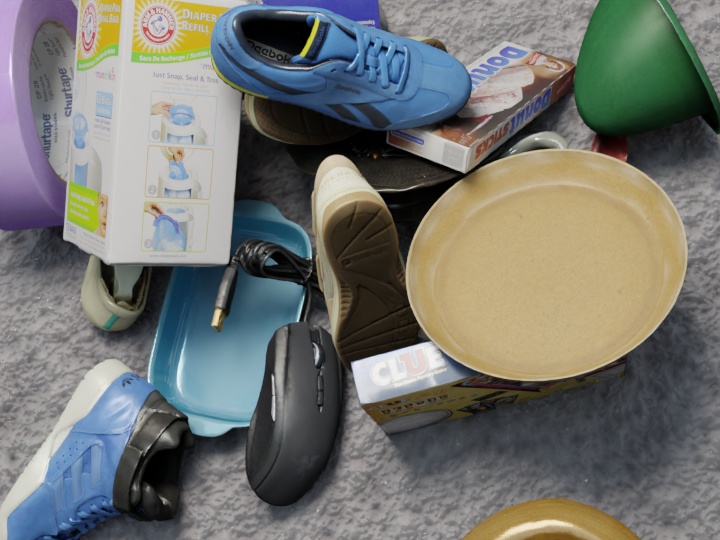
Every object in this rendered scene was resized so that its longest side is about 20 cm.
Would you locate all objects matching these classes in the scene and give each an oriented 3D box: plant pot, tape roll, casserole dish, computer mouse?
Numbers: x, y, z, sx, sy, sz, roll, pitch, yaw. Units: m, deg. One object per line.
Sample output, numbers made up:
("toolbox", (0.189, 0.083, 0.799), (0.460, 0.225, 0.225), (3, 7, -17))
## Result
("plant pot", (0.130, -0.002, 0.874), (0.196, 0.028, 0.203), (-9, 52, 11))
("tape roll", (-0.277, -0.137, 1.040), (0.064, 0.200, 0.204), (-4, 71, 9))
("casserole dish", (-0.105, 0.042, 1.034), (0.119, 0.039, 0.203), (9, 75, 13))
("computer mouse", (-0.061, 0.075, 0.963), (0.046, 0.139, 0.203), (-3, 67, 48))

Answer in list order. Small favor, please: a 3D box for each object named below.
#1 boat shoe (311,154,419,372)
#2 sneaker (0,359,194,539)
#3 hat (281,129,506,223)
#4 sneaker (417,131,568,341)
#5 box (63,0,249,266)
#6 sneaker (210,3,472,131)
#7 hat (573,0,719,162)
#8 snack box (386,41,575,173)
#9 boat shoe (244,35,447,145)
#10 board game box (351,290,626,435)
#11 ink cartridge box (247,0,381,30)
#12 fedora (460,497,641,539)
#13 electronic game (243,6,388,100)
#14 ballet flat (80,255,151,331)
("boat shoe", (0.000, 0.000, 0.943), (0.071, 0.202, 0.065), (-18, 47, -5))
("sneaker", (-0.208, 0.184, 0.979), (0.110, 0.077, 0.202), (31, 88, 20))
("hat", (0.027, -0.087, 1.015), (0.197, 0.082, 0.202), (-3, 33, 2))
("sneaker", (0.098, -0.036, 0.982), (0.077, 0.099, 0.202), (33, 81, 5))
("box", (-0.159, -0.113, 0.953), (0.112, 0.100, 0.204), (20, 106, 57))
("sneaker", (-0.008, -0.144, 0.869), (0.197, 0.078, 0.067), (9, 83, -16))
("hat", (0.176, -0.134, 0.983), (0.174, 0.166, 0.202), (-30, 53, 12))
("snack box", (0.101, -0.135, 0.991), (0.071, 0.025, 0.200), (22, 36, 24))
("boat shoe", (-0.021, -0.147, 0.978), (0.076, 0.198, 0.073), (25, 120, 41))
("board game box", (0.101, 0.074, 0.931), (0.197, 0.136, 0.035), (-15, 71, 5))
("ink cartridge box", (-0.045, -0.216, 0.986), (0.093, 0.038, 0.201), (-6, 31, -14))
("fedora", (0.137, 0.269, 0.889), (0.197, 0.082, 0.204), (-3, 77, 12))
("electronic game", (-0.073, -0.214, 1.074), (0.196, 0.042, 0.202), (5, 49, -5))
("ballet flat", (-0.196, -0.049, 1.064), (0.068, 0.070, 0.204), (2, 75, 11))
